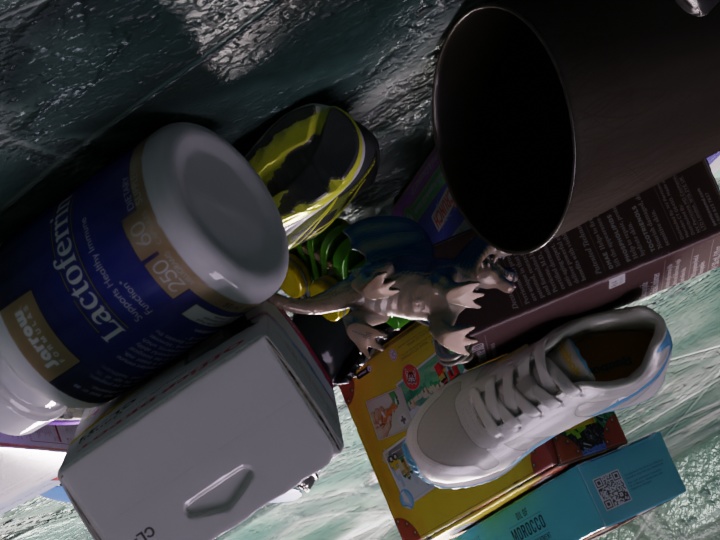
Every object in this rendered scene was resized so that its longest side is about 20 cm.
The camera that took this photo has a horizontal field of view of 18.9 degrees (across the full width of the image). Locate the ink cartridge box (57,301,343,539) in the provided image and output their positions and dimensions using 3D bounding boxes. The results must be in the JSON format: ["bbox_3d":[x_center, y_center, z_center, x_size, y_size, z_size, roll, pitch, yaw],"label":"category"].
[{"bbox_3d":[-0.092,0.093,1.279,0.147,0.086,0.200,-34,-174,1],"label":"ink cartridge box"}]

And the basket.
[{"bbox_3d":[0.165,-0.116,1.321,0.199,0.136,0.181,-23,155,-25],"label":"basket"}]

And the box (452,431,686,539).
[{"bbox_3d":[0.153,0.184,1.618,0.082,0.049,0.200,-18,167,-31],"label":"box"}]

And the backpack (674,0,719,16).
[{"bbox_3d":[0.231,-0.217,1.105,0.200,0.154,0.163,-40,156,6],"label":"backpack"}]

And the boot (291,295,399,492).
[{"bbox_3d":[-0.020,0.066,1.566,0.168,0.076,0.200,-51,168,-11],"label":"boot"}]

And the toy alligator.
[{"bbox_3d":[0.000,0.000,1.428,0.059,0.199,0.055,-35,133,-27],"label":"toy alligator"}]

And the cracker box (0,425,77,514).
[{"bbox_3d":[-0.280,0.128,1.500,0.133,0.058,0.200,-28,163,16],"label":"cracker box"}]

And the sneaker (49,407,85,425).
[{"bbox_3d":[-0.164,0.071,1.466,0.199,0.070,0.100,-15,164,-32],"label":"sneaker"}]

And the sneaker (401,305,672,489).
[{"bbox_3d":[0.118,0.079,1.465,0.199,0.077,0.081,-26,160,-10],"label":"sneaker"}]

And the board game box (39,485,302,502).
[{"bbox_3d":[-0.141,0.150,1.630,0.198,0.039,0.158,-6,166,27],"label":"board game box"}]

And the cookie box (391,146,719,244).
[{"bbox_3d":[0.142,-0.070,1.527,0.199,0.076,0.171,-17,164,-24],"label":"cookie box"}]

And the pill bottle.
[{"bbox_3d":[-0.149,0.010,1.270,0.199,0.116,0.115,-33,163,26],"label":"pill bottle"}]

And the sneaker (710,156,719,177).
[{"bbox_3d":[0.325,-0.127,1.624,0.117,0.074,0.200,-11,170,-23],"label":"sneaker"}]

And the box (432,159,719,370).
[{"bbox_3d":[0.146,-0.010,1.459,0.199,0.075,0.100,-21,165,1],"label":"box"}]

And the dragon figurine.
[{"bbox_3d":[0.019,0.005,1.350,0.198,0.100,0.059,-1,117,-10],"label":"dragon figurine"}]

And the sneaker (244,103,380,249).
[{"bbox_3d":[-0.066,-0.028,1.350,0.199,0.075,0.084,-31,164,21],"label":"sneaker"}]

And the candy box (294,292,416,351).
[{"bbox_3d":[0.048,0.018,1.704,0.199,0.061,0.136,-21,165,-12],"label":"candy box"}]

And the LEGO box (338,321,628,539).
[{"bbox_3d":[0.087,0.105,1.635,0.077,0.150,0.200,-13,165,-39],"label":"LEGO box"}]
